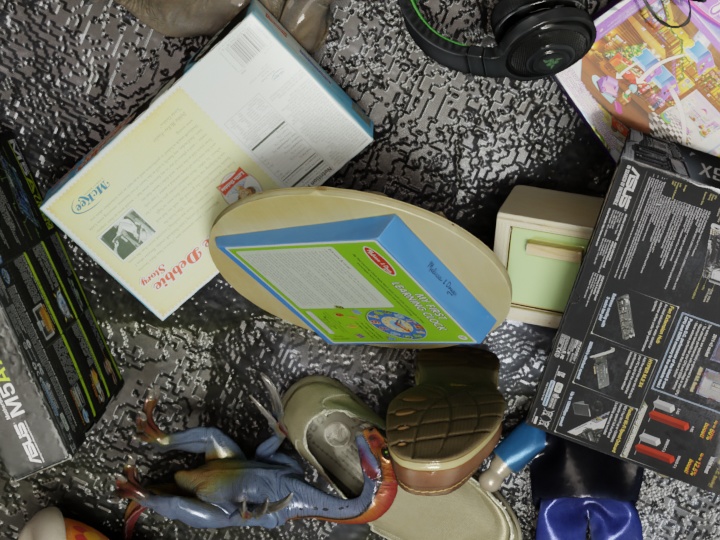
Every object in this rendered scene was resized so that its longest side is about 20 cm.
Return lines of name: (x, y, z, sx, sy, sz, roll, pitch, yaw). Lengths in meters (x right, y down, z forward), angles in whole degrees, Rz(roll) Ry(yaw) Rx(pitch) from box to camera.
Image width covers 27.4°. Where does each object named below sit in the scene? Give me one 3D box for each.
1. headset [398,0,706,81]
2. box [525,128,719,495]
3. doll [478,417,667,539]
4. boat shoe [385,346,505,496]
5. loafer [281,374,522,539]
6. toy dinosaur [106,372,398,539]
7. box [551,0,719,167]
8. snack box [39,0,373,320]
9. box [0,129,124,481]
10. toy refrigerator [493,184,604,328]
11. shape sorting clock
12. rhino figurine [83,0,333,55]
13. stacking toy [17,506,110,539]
headset: (0.120, -0.188, 0.943, 0.199, 0.094, 0.124, 5, 69, 12)
box: (0.206, 0.032, 0.913, 0.157, 0.050, 0.201, 19, 119, 8)
doll: (0.149, 0.147, 1.016, 0.136, 0.048, 0.201, 0, 85, 1)
boat shoe: (0.058, 0.107, 0.955, 0.072, 0.200, 0.068, 3, 104, 9)
loafer: (0.025, 0.151, 1.027, 0.200, 0.068, 0.076, 34, 99, -4)
toy dinosaur: (-0.067, 0.136, 0.993, 0.181, 0.200, 0.105, 17, 64, 2)
box: (0.233, -0.104, 0.999, 0.137, 0.039, 0.200, -35, 97, 7)
snack box: (-0.102, -0.069, 0.981, 0.200, 0.037, 0.116, -39, 110, 17)
box: (-0.223, 0.014, 0.947, 0.047, 0.193, 0.201, -22, 99, 2)
toy refrigerator: (0.188, 0.004, 0.971, 0.199, 0.070, 0.076, 11, 114, 14)
shape sorting clock: (0.000, 0.000, 0.955, 0.199, 0.200, 0.039, 18, 65, -2)
rhino figurine: (-0.108, -0.193, 0.976, 0.199, 0.060, 0.088, 13, 122, 0)
stacking toy: (-0.143, 0.246, 1.036, 0.199, 0.146, 0.147, 8, 100, -20)
